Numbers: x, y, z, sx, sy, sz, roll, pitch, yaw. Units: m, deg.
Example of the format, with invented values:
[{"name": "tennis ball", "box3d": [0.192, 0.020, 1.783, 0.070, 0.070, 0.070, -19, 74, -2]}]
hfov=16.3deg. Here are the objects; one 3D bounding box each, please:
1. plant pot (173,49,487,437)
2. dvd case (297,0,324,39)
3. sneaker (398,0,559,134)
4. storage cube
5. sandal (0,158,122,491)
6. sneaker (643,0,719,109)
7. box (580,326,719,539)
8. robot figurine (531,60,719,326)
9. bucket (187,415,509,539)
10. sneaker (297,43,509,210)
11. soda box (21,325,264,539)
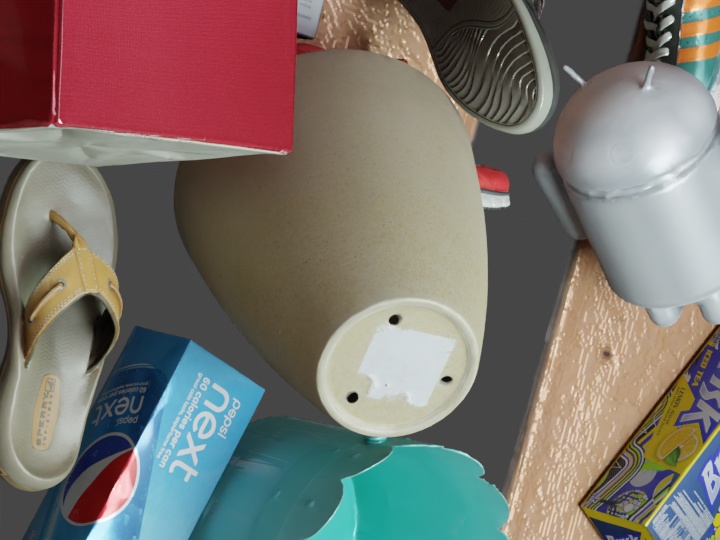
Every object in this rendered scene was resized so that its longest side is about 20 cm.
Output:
[{"name": "plant pot", "box3d": [0.000, 0.000, 1.450, 0.186, 0.200, 0.188, -7, 123, -11]}, {"name": "dvd case", "box3d": [-0.066, -0.256, 1.518, 0.150, 0.025, 0.201, 15, 88, -39]}, {"name": "sneaker", "box3d": [0.093, -0.153, 1.559, 0.106, 0.200, 0.075, 13, 125, -41]}, {"name": "storage cube", "box3d": [-0.152, -0.154, 1.348, 0.200, 0.170, 0.181, 3, 87, -47]}, {"name": "sandal", "box3d": [-0.172, 0.029, 1.454, 0.080, 0.054, 0.201, 8, 86, -39]}, {"name": "sneaker", "box3d": [0.223, -0.174, 1.737, 0.080, 0.071, 0.201, 24, 87, -18]}, {"name": "box", "box3d": [0.249, 0.122, 1.790, 0.200, 0.070, 0.064, -49, 123, -22]}, {"name": "robot figurine", "box3d": [0.197, -0.056, 1.668, 0.200, 0.169, 0.113, 63, 36, -31]}, {"name": "bucket", "box3d": [-0.017, 0.189, 1.536, 0.207, 0.134, 0.208, -15, 112, -42]}, {"name": "sneaker", "box3d": [0.025, -0.090, 1.584, 0.200, 0.077, 0.085, 21, 78, -39]}, {"name": "soda box", "box3d": [-0.141, 0.138, 1.491, 0.068, 0.064, 0.201, 37, 73, -36]}]
